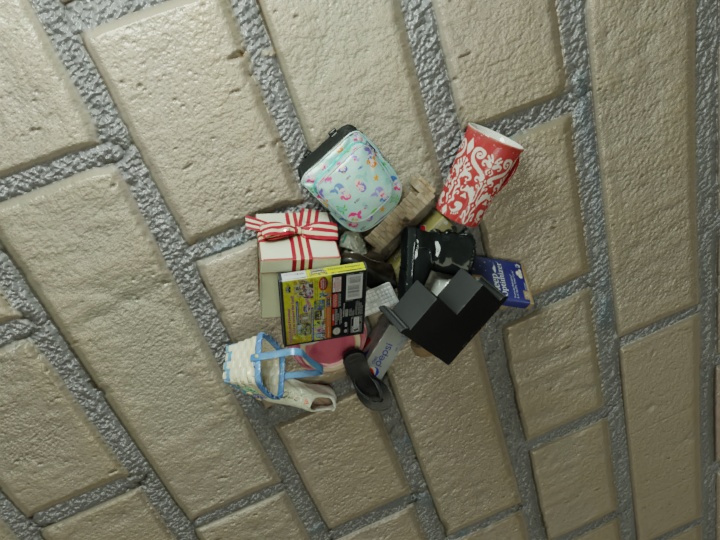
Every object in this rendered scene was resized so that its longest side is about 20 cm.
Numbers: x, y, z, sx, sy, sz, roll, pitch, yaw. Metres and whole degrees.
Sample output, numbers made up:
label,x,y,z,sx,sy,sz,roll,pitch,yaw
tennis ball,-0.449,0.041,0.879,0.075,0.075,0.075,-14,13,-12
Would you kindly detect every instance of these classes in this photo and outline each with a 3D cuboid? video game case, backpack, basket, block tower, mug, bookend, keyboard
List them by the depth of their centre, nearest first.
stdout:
label,x,y,z,sx,sy,sz,roll,pitch,yaw
video game case,-0.078,0.073,1.255,0.180,0.026,0.201,-8,134,-12
bookend,0.178,0.070,1.272,0.199,0.092,0.200,-50,133,5
backpack,-0.011,-0.184,1.273,0.177,0.151,0.200,-41,123,5
keyboard,-0.015,0.085,1.338,0.199,0.011,0.057,-22,106,12
mug,0.278,-0.204,1.349,0.177,0.134,0.201,16,113,-20
block tower,0.082,-0.130,1.372,0.058,0.054,0.200,39,100,-27
basket,-0.201,0.224,1.388,0.199,0.140,0.176,-13,151,12

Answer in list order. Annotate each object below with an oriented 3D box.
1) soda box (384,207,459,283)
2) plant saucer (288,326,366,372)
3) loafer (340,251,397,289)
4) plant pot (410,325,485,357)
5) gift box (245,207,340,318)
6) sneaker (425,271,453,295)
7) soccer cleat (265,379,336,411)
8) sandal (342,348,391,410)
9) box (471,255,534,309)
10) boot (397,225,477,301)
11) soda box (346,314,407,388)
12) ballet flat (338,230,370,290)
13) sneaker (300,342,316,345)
label,x,y,z,sx,sy,sz,roll,pitch,yaw
soda box,0.138,-0.047,1.422,0.068,0.064,0.200,37,100,-27
plant saucer,-0.078,0.172,1.476,0.199,0.051,0.202,-7,117,-13
loafer,0.014,-0.008,1.319,0.073,0.072,0.200,-11,159,27
plant pot,0.199,0.118,1.455,0.200,0.201,0.093,-28,100,-1
gift box,-0.149,-0.031,1.287,0.183,0.200,0.187,-6,132,-17
sneaker,0.154,0.062,1.429,0.080,0.147,0.200,37,77,5
soccer cleat,-0.153,0.315,1.508,0.199,0.078,0.070,9,113,-19
sandal,0.014,0.283,1.486,0.076,0.043,0.201,-31,118,3
box,0.326,0.026,1.480,0.199,0.122,0.032,7,145,-18
boot,0.170,-0.005,1.337,0.161,0.073,0.200,6,84,-12
soda box,0.043,0.211,1.520,0.068,0.064,0.201,23,107,-23
ballet flat,0.000,0.000,1.401,0.072,0.072,0.201,-30,116,0
sneaker,-0.077,0.095,1.396,0.200,0.082,0.074,-40,101,15
